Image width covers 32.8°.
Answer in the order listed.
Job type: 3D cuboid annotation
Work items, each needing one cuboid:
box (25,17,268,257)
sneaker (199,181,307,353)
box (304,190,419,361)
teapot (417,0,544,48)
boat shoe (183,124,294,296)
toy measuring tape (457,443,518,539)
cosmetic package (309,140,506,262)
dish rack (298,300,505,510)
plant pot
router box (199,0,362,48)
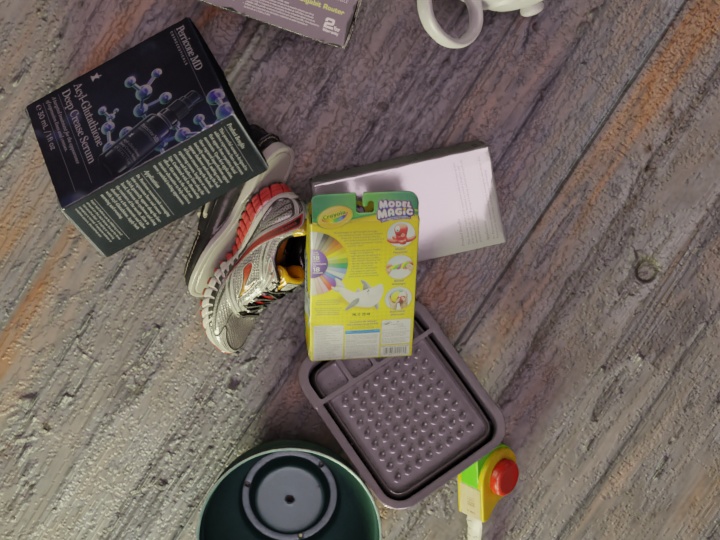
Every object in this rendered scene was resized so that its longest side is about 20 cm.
[{"bbox_3d":[-0.221,-0.137,1.267,0.199,0.107,0.149,-29,58,1],"label":"box"},{"bbox_3d":[-0.109,0.009,1.324,0.082,0.078,0.201,37,116,25],"label":"sneaker"},{"bbox_3d":[0.000,0.000,1.286,0.116,0.049,0.201,-2,125,-7],"label":"box"},{"bbox_3d":[0.150,-0.329,1.256,0.199,0.198,0.147,-18,113,12],"label":"teapot"},{"bbox_3d":[-0.145,-0.065,1.340,0.060,0.074,0.201,39,112,26],"label":"boat shoe"},{"bbox_3d":[0.149,0.264,1.421,0.073,0.074,0.201,-6,114,-3],"label":"toy measuring tape"},{"bbox_3d":[0.050,-0.067,1.344,0.198,0.081,0.114,-10,101,0],"label":"cosmetic package"},{"bbox_3d":[0.044,0.149,1.354,0.171,0.044,0.200,-32,74,-17],"label":"dish rack"},{"bbox_3d":[-0.079,0.274,1.367,0.199,0.134,0.202,-1,100,-3],"label":"plant pot"},{"bbox_3d":[-0.100,-0.289,1.259,0.199,0.150,0.063,17,101,-6],"label":"router box"}]
